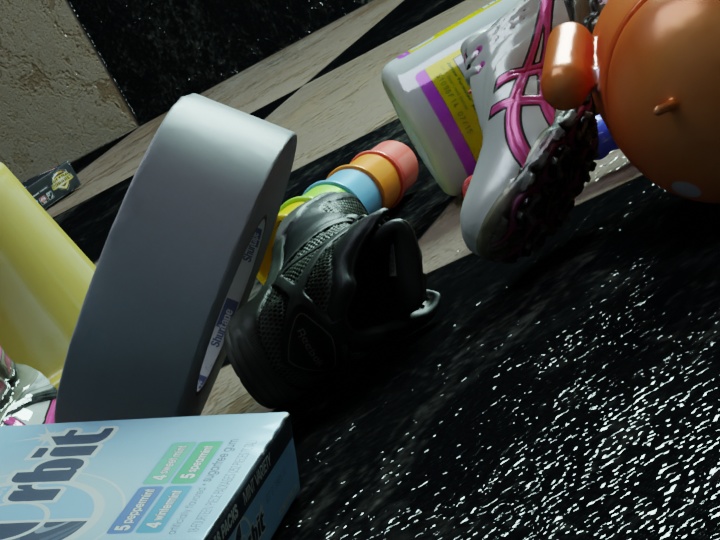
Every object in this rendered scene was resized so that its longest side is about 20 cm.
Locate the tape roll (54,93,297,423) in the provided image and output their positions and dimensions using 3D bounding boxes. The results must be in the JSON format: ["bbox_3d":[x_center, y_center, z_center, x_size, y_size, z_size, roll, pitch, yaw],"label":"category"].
[{"bbox_3d":[-0.099,0.008,1.183,0.200,0.066,0.202,21,-90,-88],"label":"tape roll"}]

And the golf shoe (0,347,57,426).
[{"bbox_3d":[-0.189,0.122,1.172,0.073,0.092,0.201,-42,27,27],"label":"golf shoe"}]

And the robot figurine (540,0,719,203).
[{"bbox_3d":[0.173,-0.097,1.088,0.117,0.143,0.200,-51,7,10],"label":"robot figurine"}]

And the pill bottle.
[{"bbox_3d":[0.121,-0.142,1.485,0.199,0.105,0.104,-30,10,0],"label":"pill bottle"}]

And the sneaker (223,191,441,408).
[{"bbox_3d":[0.000,0.000,1.237,0.114,0.077,0.200,-24,15,21],"label":"sneaker"}]

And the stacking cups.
[{"bbox_3d":[-0.011,-0.048,1.534,0.060,0.061,0.200,-24,12,32],"label":"stacking cups"}]

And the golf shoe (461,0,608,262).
[{"bbox_3d":[0.093,-0.092,1.211,0.091,0.073,0.201,17,62,20],"label":"golf shoe"}]

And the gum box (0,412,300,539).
[{"bbox_3d":[-0.143,0.117,0.961,0.198,0.045,0.170,-3,18,14],"label":"gum box"}]

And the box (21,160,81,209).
[{"bbox_3d":[-0.540,-0.081,3.236,0.198,0.050,0.199,-38,13,-32],"label":"box"}]

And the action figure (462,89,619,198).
[{"bbox_3d":[0.135,-0.105,1.296,0.199,0.099,0.065,-29,13,22],"label":"action figure"}]

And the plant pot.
[{"bbox_3d":[-0.231,0.044,1.353,0.200,0.190,0.201,-28,10,5],"label":"plant pot"}]
